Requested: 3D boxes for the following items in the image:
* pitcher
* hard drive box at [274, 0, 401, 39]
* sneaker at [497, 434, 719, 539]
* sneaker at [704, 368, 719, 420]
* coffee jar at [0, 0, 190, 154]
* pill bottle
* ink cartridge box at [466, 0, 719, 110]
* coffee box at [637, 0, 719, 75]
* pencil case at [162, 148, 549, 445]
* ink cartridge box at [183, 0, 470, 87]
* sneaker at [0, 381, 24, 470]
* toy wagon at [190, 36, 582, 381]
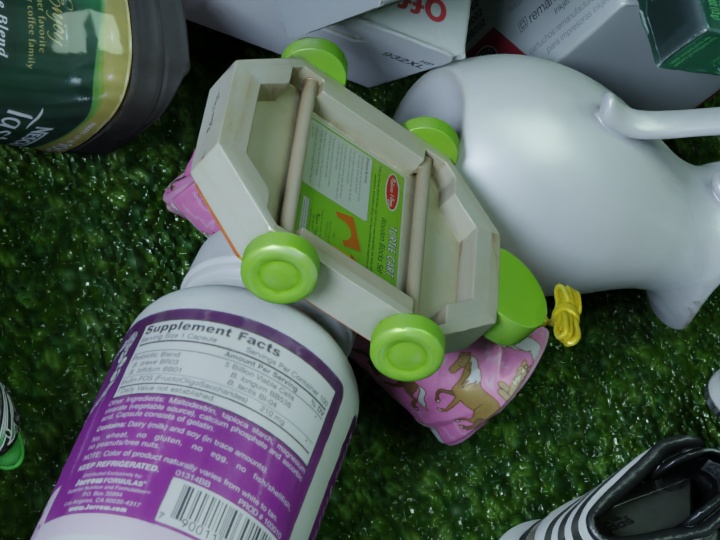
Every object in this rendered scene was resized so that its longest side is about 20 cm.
[{"bbox_3d":[0.128,-0.053,1.019,0.200,0.172,0.121,17,50,-27],"label":"pitcher"},{"bbox_3d":[0.036,-0.215,0.927,0.200,0.077,0.156,-23,98,-37],"label":"hard drive box"},{"bbox_3d":[0.172,0.125,0.984,0.200,0.115,0.076,-11,71,-39],"label":"sneaker"},{"bbox_3d":[0.255,0.048,1.064,0.070,0.093,0.200,48,25,9],"label":"sneaker"},{"bbox_3d":[-0.181,-0.102,0.877,0.200,0.104,0.085,1,73,-34],"label":"coffee jar"},{"bbox_3d":[-0.065,0.079,0.849,0.112,0.112,0.200,33,49,-15],"label":"pill bottle"},{"bbox_3d":[0.130,-0.194,1.120,0.144,0.145,0.200,0,64,-35],"label":"ink cartridge box"},{"bbox_3d":[0.226,-0.159,1.040,0.200,0.044,0.123,4,64,-35],"label":"coffee box"},{"bbox_3d":[0.000,0.000,0.959,0.200,0.083,0.087,41,48,-8],"label":"pencil case"},{"bbox_3d":[-0.015,-0.212,0.991,0.145,0.084,0.200,17,73,-33],"label":"ink cartridge box"},{"bbox_3d":[-0.183,0.045,0.821,0.085,0.078,0.200,22,62,-32],"label":"sneaker"},{"bbox_3d":[0.015,-0.016,0.885,0.200,0.040,0.155,33,36,-21],"label":"toy wagon"}]
